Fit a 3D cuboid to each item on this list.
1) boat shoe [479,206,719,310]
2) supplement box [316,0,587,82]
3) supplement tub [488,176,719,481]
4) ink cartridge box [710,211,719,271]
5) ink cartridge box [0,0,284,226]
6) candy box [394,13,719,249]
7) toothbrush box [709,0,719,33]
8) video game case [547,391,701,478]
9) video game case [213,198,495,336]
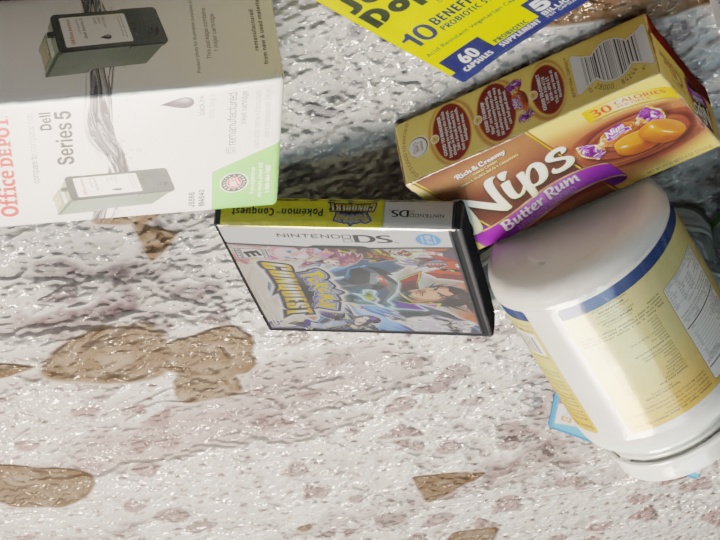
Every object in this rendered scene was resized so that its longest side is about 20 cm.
[{"bbox_3d":[0.178,0.002,1.719,0.200,0.065,0.075,-9,150,-3],"label":"boat shoe"},{"bbox_3d":[0.028,-0.210,1.277,0.109,0.110,0.199,-32,143,32],"label":"supplement box"},{"bbox_3d":[0.197,0.042,1.629,0.144,0.145,0.201,-23,118,21],"label":"supplement tub"},{"bbox_3d":[0.338,-0.031,1.718,0.103,0.060,0.200,5,146,-21],"label":"ink cartridge box"},{"bbox_3d":[-0.154,-0.105,1.422,0.198,0.085,0.146,-6,149,-7],"label":"ink cartridge box"},{"bbox_3d":[0.138,-0.095,1.557,0.199,0.057,0.117,-24,147,20],"label":"candy box"},{"bbox_3d":[0.326,-0.220,1.375,0.145,0.086,0.200,11,145,-32],"label":"toothbrush box"},{"bbox_3d":[0.238,0.104,1.888,0.142,0.018,0.201,19,150,9],"label":"video game case"},{"bbox_3d":[0.000,0.000,1.644,0.179,0.026,0.200,1,156,11],"label":"video game case"}]
